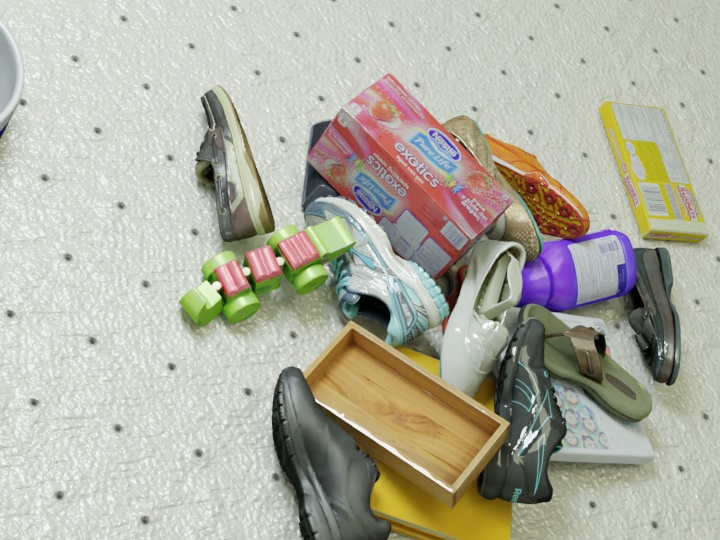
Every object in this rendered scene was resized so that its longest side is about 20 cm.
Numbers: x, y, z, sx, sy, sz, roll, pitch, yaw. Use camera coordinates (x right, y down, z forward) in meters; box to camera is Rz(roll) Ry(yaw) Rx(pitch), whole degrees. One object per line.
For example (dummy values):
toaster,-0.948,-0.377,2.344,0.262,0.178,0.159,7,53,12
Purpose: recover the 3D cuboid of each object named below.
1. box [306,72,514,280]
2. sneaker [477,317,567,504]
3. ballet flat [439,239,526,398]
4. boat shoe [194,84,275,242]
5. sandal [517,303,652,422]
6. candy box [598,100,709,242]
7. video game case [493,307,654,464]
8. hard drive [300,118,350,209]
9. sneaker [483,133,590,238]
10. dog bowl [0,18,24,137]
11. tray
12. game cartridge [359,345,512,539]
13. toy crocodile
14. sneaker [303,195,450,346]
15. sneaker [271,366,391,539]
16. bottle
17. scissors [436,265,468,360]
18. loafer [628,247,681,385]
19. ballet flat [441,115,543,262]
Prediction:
box,0.053,-0.099,1.626,0.200,0.103,0.095,45,48,5
sneaker,0.174,0.148,1.549,0.079,0.076,0.202,13,69,1
ballet flat,0.134,0.049,1.589,0.069,0.069,0.201,26,59,-14
boat shoe,-0.146,-0.116,1.594,0.064,0.073,0.201,-19,53,-3
sandal,0.254,0.093,1.655,0.200,0.057,0.080,32,42,-18
candy box,0.383,-0.130,1.957,0.101,0.026,0.202,5,58,-32
video game case,0.229,0.128,1.667,0.199,0.024,0.183,8,53,-39
hard drive,0.033,-0.095,1.707,0.199,0.042,0.136,20,51,-19
sneaker,0.198,-0.108,1.761,0.077,0.073,0.200,-27,54,-36
dog bowl,-0.435,-0.189,1.460,0.199,0.079,0.202,16,53,-22
tray,0.039,0.143,1.497,0.199,0.037,0.099,32,59,20
game cartridge,0.080,0.187,1.552,0.175,0.032,0.201,22,50,-19
toy crocodile,-0.096,-0.002,1.535,0.199,0.062,0.068,-24,73,-18
sneaker,0.000,0.000,1.592,0.086,0.078,0.200,-39,65,-21
sneaker,-0.031,0.186,1.447,0.090,0.076,0.202,-14,75,-14
bottle,0.234,0.005,1.742,0.199,0.065,0.084,-13,95,-35
scissors,0.107,0.075,1.658,0.073,0.014,0.201,17,52,-22
loafer,0.343,0.054,1.792,0.062,0.072,0.201,7,47,-3
ballet flat,0.135,-0.088,1.700,0.065,0.071,0.201,-13,60,-29
